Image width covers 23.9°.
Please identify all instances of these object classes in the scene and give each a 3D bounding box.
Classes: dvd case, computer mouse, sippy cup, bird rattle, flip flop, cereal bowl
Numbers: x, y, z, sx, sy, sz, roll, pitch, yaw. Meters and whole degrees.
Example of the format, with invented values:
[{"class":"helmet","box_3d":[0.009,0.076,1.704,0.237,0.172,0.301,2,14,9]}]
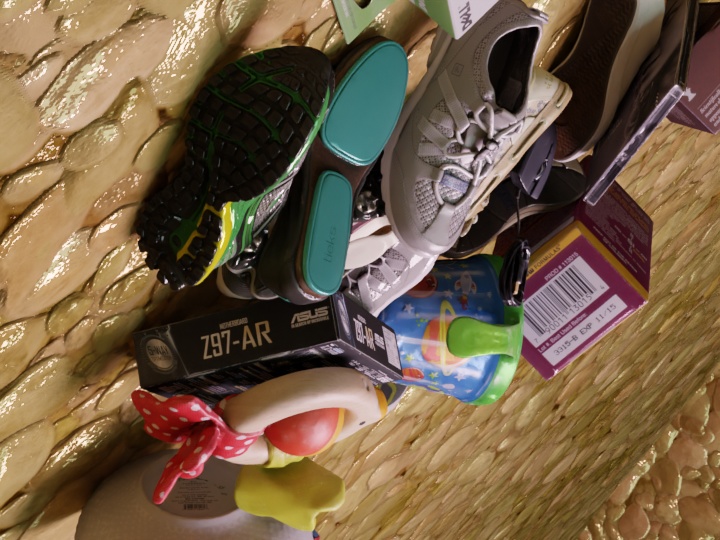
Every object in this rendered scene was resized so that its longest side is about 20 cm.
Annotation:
[{"class":"dvd case","box_3d":[0.251,-0.169,1.504,0.149,0.016,0.201,-56,-170,42]},{"class":"computer mouse","box_3d":[0.147,-0.061,1.477,0.059,0.034,0.202,45,47,-57]},{"class":"sippy cup","box_3d":[0.058,0.048,1.507,0.129,0.141,0.178,6,147,-22]},{"class":"bird rattle","box_3d":[-0.069,0.111,1.280,0.162,0.113,0.200,-28,147,17]},{"class":"flip flop","box_3d":[0.126,-0.065,1.548,0.199,0.081,0.058,-33,176,-32]},{"class":"cereal bowl","box_3d":[-0.134,0.207,1.384,0.199,0.199,0.084,-26,132,-44]}]

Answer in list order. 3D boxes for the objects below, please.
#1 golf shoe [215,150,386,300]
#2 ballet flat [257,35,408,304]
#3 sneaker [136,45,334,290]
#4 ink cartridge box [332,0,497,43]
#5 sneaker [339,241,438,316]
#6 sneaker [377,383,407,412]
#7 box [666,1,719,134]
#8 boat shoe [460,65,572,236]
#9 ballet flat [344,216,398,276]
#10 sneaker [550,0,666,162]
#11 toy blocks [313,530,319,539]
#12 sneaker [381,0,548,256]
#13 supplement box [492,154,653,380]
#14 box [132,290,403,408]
[{"class":"golf shoe","box_3d":[-0.033,-0.050,1.267,0.200,0.077,0.088,-37,-177,-25]},{"class":"ballet flat","box_3d":[-0.028,-0.073,1.182,0.068,0.068,0.202,35,66,-39]},{"class":"sneaker","box_3d":[-0.075,-0.076,1.111,0.085,0.078,0.200,-33,167,-50]},{"class":"ink cartridge box","box_3d":[0.073,-0.222,1.121,0.200,0.059,0.104,-43,161,-7]},{"class":"sneaker","box_3d":[0.000,0.000,1.401,0.082,0.075,0.201,-9,138,-55]},{"class":"sneaker","box_3d":[-0.006,0.097,1.581,0.199,0.075,0.085,-24,154,-48]},{"class":"box","box_3d":[0.316,-0.190,1.571,0.100,0.075,0.200,-47,-175,6]},{"class":"boat shoe","box_3d":[0.101,-0.084,1.422,0.201,0.062,0.074,-56,-159,26]},{"class":"ballet flat","box_3d":[0.025,-0.048,1.321,0.199,0.071,0.069,-37,123,1]},{"class":"sneaker","box_3d":[0.223,-0.180,1.505,0.084,0.073,0.201,-24,150,-42]},{"class":"toy blocks","box_3d":[-0.105,0.255,1.605,0.199,0.137,0.100,-22,151,-50]},{"class":"sneaker","box_3d":[0.075,-0.105,1.215,0.074,0.082,0.202,12,97,-37]},{"class":"supplement box","box_3d":[0.200,-0.006,1.631,0.131,0.103,0.200,-41,-170,25]},{"class":"box","box_3d":[-0.066,0.069,1.325,0.159,0.044,0.200,-14,165,13]}]
